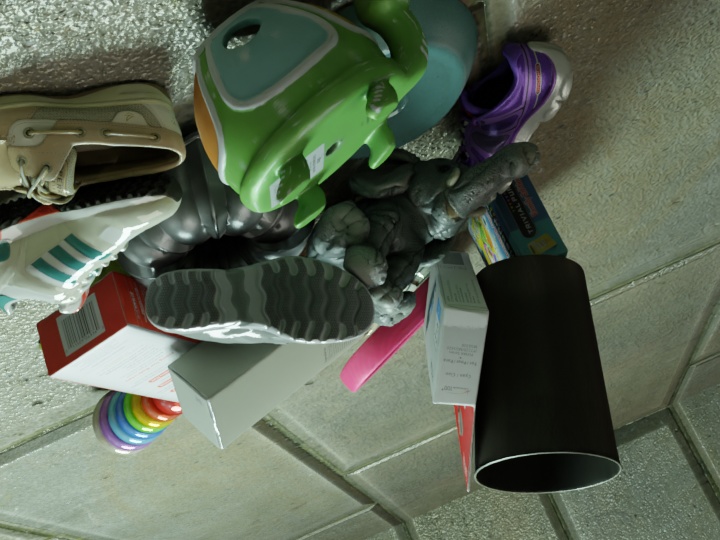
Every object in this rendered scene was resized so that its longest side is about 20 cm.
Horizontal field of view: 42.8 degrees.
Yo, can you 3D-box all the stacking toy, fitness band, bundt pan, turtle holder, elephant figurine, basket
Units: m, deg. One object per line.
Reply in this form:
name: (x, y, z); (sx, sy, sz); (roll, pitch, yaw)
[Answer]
stacking toy: (-0.247, 0.162, 1.090); (0.085, 0.086, 0.200); (-4, 164, -36)
fitness band: (0.051, 0.061, 1.067); (0.200, 0.037, 0.144); (-45, 176, -15)
bundt pan: (-0.132, -0.038, 0.830); (0.200, 0.076, 0.202); (-13, 156, -6)
turtle holder: (-0.037, -0.135, 0.659); (0.185, 0.132, 0.141); (-45, 171, 17)
elephant figurine: (0.051, -0.054, 0.883); (0.200, 0.155, 0.142); (-46, 159, -18)
basket: (0.171, 0.098, 0.888); (0.135, 0.201, 0.181); (-4, 156, 7)

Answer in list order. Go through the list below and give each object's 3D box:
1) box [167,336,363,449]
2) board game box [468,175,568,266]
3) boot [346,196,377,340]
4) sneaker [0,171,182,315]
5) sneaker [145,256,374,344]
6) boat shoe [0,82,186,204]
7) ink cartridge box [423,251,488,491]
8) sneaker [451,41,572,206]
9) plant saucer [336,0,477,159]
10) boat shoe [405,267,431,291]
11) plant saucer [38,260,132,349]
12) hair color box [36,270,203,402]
box: (-0.089, 0.080, 0.921); (0.200, 0.068, 0.083); (-35, 140, -30)
board game box: (0.170, -0.034, 1.033); (0.047, 0.152, 0.200); (-22, 155, -3)
boot: (0.000, 0.000, 1.011); (0.075, 0.108, 0.200); (-14, 152, -16)
sneaker: (-0.226, -0.019, 0.748); (0.198, 0.070, 0.094); (-15, 119, 10)
sneaker: (-0.086, 0.029, 0.822); (0.198, 0.075, 0.082); (4, 168, 0)
boat shoe: (-0.230, -0.086, 0.681); (0.199, 0.065, 0.072); (-14, 154, -20)
ink cartridge box: (0.088, 0.090, 0.907); (0.044, 0.178, 0.200); (4, -165, 1)
sneaker: (0.120, -0.143, 0.889); (0.083, 0.081, 0.201); (6, 136, -24)
plant saucer: (0.017, -0.155, 0.796); (0.199, 0.036, 0.200); (-20, 155, -9)
boat shoe: (0.052, -0.006, 1.083); (0.075, 0.062, 0.200); (-45, 175, -13)
plant saucer: (-0.215, 0.054, 0.999); (0.199, 0.048, 0.200); (4, 144, -45)
hair color box: (-0.208, 0.072, 0.910); (0.101, 0.062, 0.200); (-31, 153, 15)
